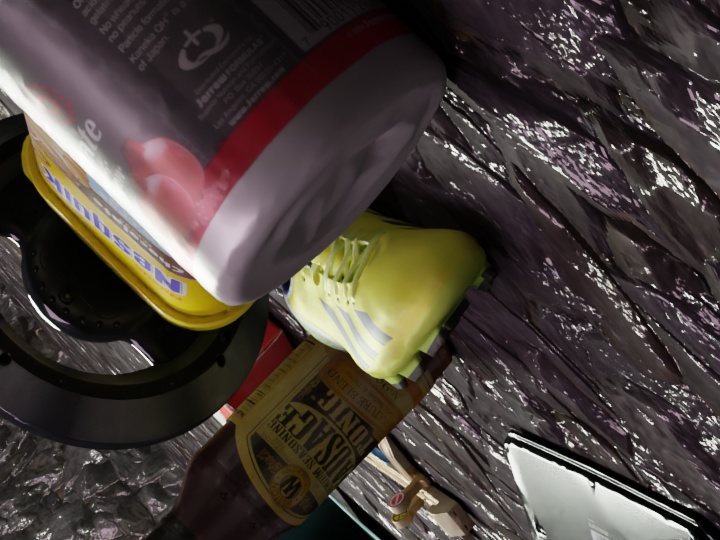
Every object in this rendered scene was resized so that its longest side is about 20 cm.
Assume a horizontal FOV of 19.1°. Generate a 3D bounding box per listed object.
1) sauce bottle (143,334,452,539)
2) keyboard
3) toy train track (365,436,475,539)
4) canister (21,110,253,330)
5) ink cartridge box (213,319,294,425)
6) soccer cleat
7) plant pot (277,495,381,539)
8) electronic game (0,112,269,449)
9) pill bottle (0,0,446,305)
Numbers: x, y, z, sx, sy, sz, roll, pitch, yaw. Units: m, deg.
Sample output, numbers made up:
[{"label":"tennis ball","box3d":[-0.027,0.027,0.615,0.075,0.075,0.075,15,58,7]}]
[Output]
[{"label":"sauce bottle","box3d":[-0.041,0.094,1.056,0.066,0.200,0.066,41,169,9]},{"label":"keyboard","box3d":[0.137,0.136,1.023,0.200,0.039,0.105,24,133,67]},{"label":"toy train track","box3d":[0.018,0.150,1.507,0.115,0.033,0.200,51,170,-26]},{"label":"canister","box3d":[-0.100,-0.055,1.042,0.148,0.087,0.200,44,168,5]},{"label":"ink cartridge box","box3d":[-0.100,0.055,1.511,0.200,0.067,0.116,40,169,28]},{"label":"soccer cleat","box3d":[-0.001,0.001,0.912,0.084,0.065,0.200,43,171,-8]},{"label":"plant pot","box3d":[-0.002,0.321,1.964,0.141,0.142,0.200,37,174,38]},{"label":"electronic game","box3d":[-0.143,0.002,1.150,0.200,0.200,0.042,45,145,3]},{"label":"pill bottle","box3d":[-0.076,-0.093,0.725,0.200,0.111,0.111,44,170,10]}]
